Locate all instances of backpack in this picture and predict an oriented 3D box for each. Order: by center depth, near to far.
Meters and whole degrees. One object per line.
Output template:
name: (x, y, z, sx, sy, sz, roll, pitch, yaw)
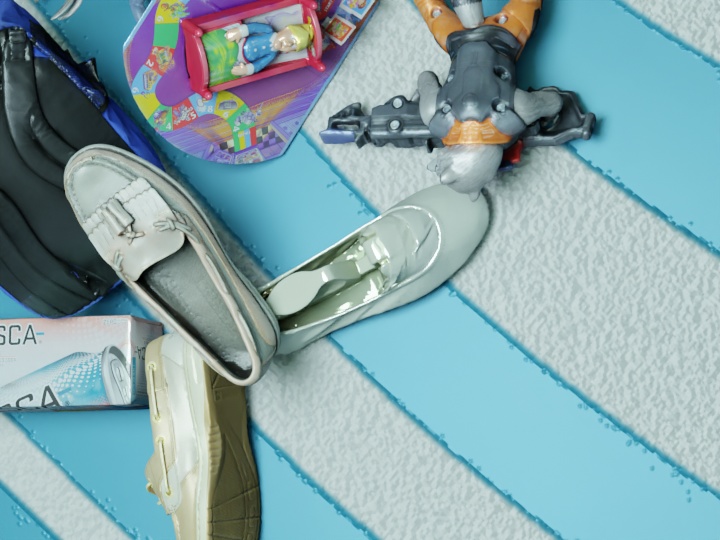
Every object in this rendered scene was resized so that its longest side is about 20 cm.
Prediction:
backpack: (-0.233, -0.081, 1.651, 0.162, 0.168, 0.200, -42, 108, 10)

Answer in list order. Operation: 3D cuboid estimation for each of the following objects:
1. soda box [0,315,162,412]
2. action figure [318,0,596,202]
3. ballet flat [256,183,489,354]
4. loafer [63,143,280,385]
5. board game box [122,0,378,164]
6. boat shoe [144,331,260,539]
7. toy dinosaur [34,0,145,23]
soda box: (-0.249, 0.070, 1.690, 0.200, 0.064, 0.069, -3, 83, 18)
action figure: (0.057, -0.142, 1.597, 0.200, 0.105, 0.194, -8, 72, 13)
ballet flat: (0.000, 0.000, 1.618, 0.200, 0.069, 0.070, -29, 76, 12)
loafer: (-0.128, -0.003, 1.566, 0.072, 0.063, 0.200, -39, 103, 14)
board game box: (-0.070, -0.166, 1.612, 0.200, 0.158, 0.039, -57, 35, 3)
boat shoe: (-0.120, 0.140, 1.644, 0.069, 0.074, 0.200, -8, 81, 29)
toy dinosaur: (-0.191, -0.235, 1.662, 0.181, 0.105, 0.200, -13, 79, 30)
